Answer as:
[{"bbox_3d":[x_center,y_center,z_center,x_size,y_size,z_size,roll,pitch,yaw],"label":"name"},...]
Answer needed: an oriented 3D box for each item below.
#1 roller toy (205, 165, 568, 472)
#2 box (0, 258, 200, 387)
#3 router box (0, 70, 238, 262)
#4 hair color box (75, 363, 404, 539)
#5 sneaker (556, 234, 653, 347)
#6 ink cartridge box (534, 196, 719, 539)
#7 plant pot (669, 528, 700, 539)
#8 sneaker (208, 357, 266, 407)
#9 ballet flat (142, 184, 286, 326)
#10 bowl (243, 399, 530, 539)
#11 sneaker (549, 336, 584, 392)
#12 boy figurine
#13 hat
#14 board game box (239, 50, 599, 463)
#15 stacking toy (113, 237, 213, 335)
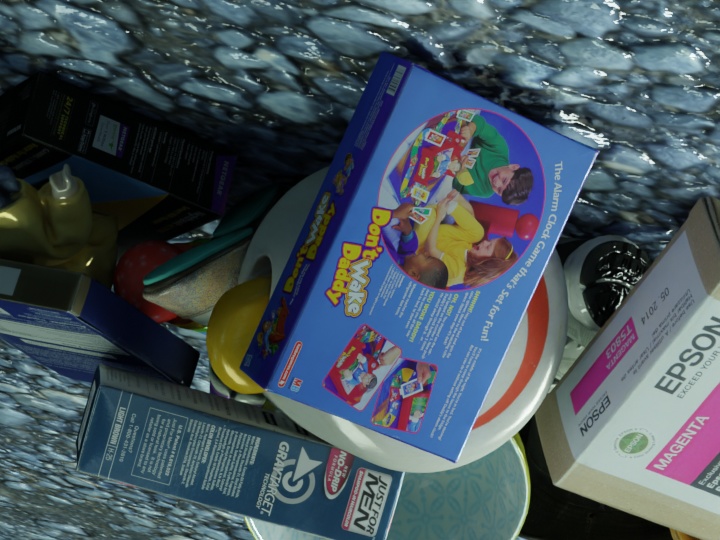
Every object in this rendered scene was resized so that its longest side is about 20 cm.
[{"bbox_3d":[0.021,0.026,1.645,0.182,0.200,0.140,42,169,-26],"label":"roller toy"},{"bbox_3d":[-0.187,0.037,1.730,0.121,0.033,0.200,9,164,26],"label":"box"},{"bbox_3d":[-0.193,-0.063,1.788,0.149,0.051,0.200,22,160,-24],"label":"router box"},{"bbox_3d":[-0.078,0.118,1.694,0.199,0.061,0.100,15,-176,-7],"label":"hair color box"},{"bbox_3d":[0.174,0.028,1.776,0.079,0.074,0.200,14,162,40],"label":"sneaker"},{"bbox_3d":[0.230,0.071,1.666,0.164,0.075,0.200,20,125,-24],"label":"ink cartridge box"},{"bbox_3d":[0.316,0.148,1.852,0.199,0.201,0.183,11,178,11],"label":"plant pot"},{"bbox_3d":[-0.072,0.105,1.921,0.080,0.084,0.200,19,176,8],"label":"sneaker"},{"bbox_3d":[-0.076,0.001,1.712,0.068,0.067,0.200,-21,-170,27],"label":"ballet flat"},{"bbox_3d":[0.017,0.116,1.826,0.199,0.108,0.201,1,126,2],"label":"bowl"},{"bbox_3d":[0.125,0.043,1.861,0.081,0.076,0.200,-14,156,42],"label":"sneaker"},{"bbox_3d":[-0.217,-0.038,1.690,0.124,0.065,0.200,-19,147,34],"label":"boy figurine"},{"bbox_3d":[0.178,0.123,1.972,0.200,0.201,0.081,9,130,17],"label":"hat"},{"bbox_3d":[0.034,-0.006,1.531,0.134,0.201,0.045,23,-176,-27],"label":"board game box"},{"bbox_3d":[-0.105,0.013,1.806,0.085,0.086,0.200,7,-178,22],"label":"stacking toy"}]
